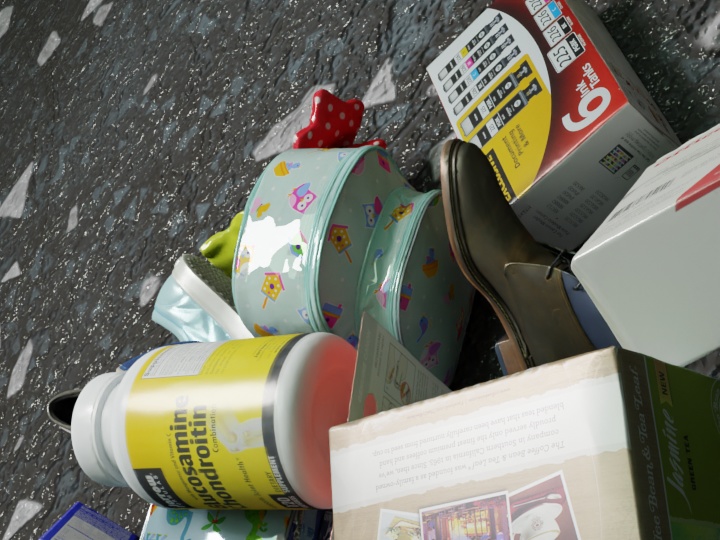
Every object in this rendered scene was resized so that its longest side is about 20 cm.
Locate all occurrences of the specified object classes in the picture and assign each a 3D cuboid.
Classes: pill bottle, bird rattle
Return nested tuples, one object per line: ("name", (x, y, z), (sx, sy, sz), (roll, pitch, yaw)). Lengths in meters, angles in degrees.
("pill bottle", (-0.095, 0.104, 0.788), (0.199, 0.112, 0.113), (-7, 59, 32))
("bird rattle", (-0.051, -0.067, 1.060), (0.201, 0.112, 0.163), (-63, -5, 8))

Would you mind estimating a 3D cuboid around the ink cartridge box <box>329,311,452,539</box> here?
("ink cartridge box", (0.025, 0.143, 0.773), (0.057, 0.200, 0.164), (-13, 55, 33))

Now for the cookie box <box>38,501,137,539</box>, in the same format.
("cookie box", (-0.277, 0.312, 1.037), (0.172, 0.075, 0.200), (-62, 3, -4))

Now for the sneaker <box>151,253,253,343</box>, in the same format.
("sneaker", (-0.103, 0.078, 1.002), (0.200, 0.074, 0.082), (45, 109, 24))

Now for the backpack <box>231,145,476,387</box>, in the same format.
("backpack", (0.000, 0.000, 0.900), (0.153, 0.200, 0.177), (4, 67, 39))

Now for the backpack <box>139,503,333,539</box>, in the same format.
("backpack", (-0.080, 0.237, 0.864), (0.182, 0.147, 0.201), (-5, 65, 36))

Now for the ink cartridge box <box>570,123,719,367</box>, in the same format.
("ink cartridge box", (0.224, -0.035, 0.675), (0.146, 0.083, 0.200), (-32, 3, 32))

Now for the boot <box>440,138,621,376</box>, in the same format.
("boot", (0.127, -0.006, 0.799), (0.096, 0.201, 0.075), (-14, 16, 33))

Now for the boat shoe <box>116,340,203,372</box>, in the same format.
("boat shoe", (-0.125, 0.105, 0.927), (0.072, 0.073, 0.199), (-27, 21, -36))

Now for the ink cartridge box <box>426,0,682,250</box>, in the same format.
("ink cartridge box", (0.131, -0.113, 0.922), (0.175, 0.084, 0.201), (-43, 40, 23))

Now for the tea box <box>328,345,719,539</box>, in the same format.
("tea box", (0.119, 0.143, 0.652), (0.199, 0.196, 0.135), (-21, 64, 39))

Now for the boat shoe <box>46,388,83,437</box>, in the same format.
("boat shoe", (-0.260, 0.155, 1.215), (0.199, 0.057, 0.067), (-6, 61, 47))
